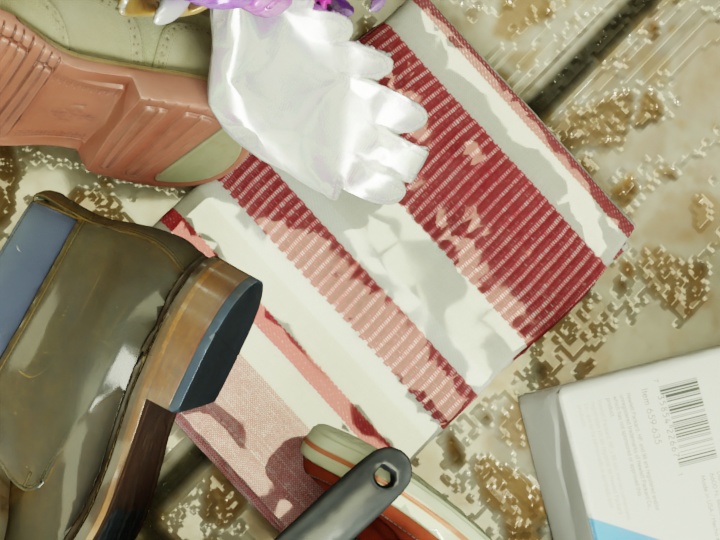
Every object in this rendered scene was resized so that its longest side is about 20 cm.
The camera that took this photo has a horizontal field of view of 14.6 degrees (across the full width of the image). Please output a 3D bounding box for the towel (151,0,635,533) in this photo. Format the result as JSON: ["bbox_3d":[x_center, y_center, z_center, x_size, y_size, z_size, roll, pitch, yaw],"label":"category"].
[{"bbox_3d":[0.000,0.000,1.158,0.200,0.023,0.144,-43,93,-14],"label":"towel"}]

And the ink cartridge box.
[{"bbox_3d":[0.179,0.083,1.163,0.199,0.067,0.116,-13,86,-13],"label":"ink cartridge box"}]

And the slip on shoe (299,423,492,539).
[{"bbox_3d":[0.040,0.141,1.115,0.061,0.074,0.200,-42,108,-8],"label":"slip on shoe"}]

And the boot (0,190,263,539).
[{"bbox_3d":[-0.127,0.067,1.103,0.097,0.075,0.200,31,92,11],"label":"boot"}]

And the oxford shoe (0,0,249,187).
[{"bbox_3d":[-0.135,-0.092,1.101,0.200,0.071,0.074,20,47,-34],"label":"oxford shoe"}]

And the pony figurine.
[{"bbox_3d":[-0.033,-0.135,1.080,0.193,0.200,0.167,18,123,-24],"label":"pony figurine"}]

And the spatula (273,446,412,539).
[{"bbox_3d":[-0.055,0.134,1.040,0.200,0.021,0.057,-42,92,-18],"label":"spatula"}]
